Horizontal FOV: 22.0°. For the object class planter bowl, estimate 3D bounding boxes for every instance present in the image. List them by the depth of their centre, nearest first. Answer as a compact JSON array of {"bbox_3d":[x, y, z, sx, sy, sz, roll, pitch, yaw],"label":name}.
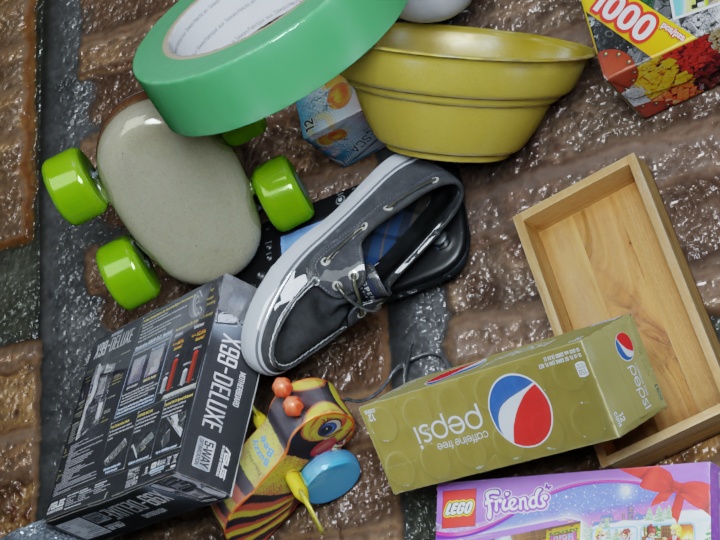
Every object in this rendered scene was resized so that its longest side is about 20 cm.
[{"bbox_3d":[0.065,-0.125,1.321,0.200,0.200,0.084,15,107,35],"label":"planter bowl"}]

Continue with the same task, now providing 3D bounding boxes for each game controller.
[{"bbox_3d":[-0.008,-0.015,1.387,0.200,0.042,0.105,-21,62,23],"label":"game controller"}]

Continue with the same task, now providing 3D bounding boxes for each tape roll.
[{"bbox_3d":[-0.062,-0.172,1.280,0.200,0.048,0.201,-26,26,14],"label":"tape roll"}]

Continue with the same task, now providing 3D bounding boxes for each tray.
[{"bbox_3d":[0.181,0.030,1.257,0.098,0.037,0.200,-28,60,20],"label":"tray"}]

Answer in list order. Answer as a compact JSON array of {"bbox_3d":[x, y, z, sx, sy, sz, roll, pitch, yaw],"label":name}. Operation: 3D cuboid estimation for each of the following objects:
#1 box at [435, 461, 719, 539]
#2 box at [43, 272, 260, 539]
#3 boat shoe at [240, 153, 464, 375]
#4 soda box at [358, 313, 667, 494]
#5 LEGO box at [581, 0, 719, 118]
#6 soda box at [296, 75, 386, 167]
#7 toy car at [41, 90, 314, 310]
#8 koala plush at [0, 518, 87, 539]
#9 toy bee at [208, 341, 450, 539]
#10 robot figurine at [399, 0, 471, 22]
[{"bbox_3d":[0.143,0.202,1.211,0.199,0.039,0.137,-8,68,29],"label":"box"},{"bbox_3d":[-0.150,0.105,1.362,0.200,0.050,0.158,-26,44,49],"label":"box"},{"bbox_3d":[0.000,0.000,1.300,0.200,0.070,0.066,-45,40,-17],"label":"boat shoe"},{"bbox_3d":[0.097,0.091,1.223,0.200,0.064,0.068,-20,92,42],"label":"soda box"},{"bbox_3d":[0.228,-0.231,1.303,0.149,0.077,0.201,-24,61,22],"label":"LEGO box"},{"bbox_3d":[-0.019,-0.185,1.447,0.068,0.064,0.201,-24,60,22],"label":"soda box"},{"bbox_3d":[-0.144,-0.091,1.445,0.164,0.158,0.200,-26,27,5],"label":"toy car"},{"bbox_3d":[-0.299,0.252,1.365,0.184,0.200,0.178,-38,56,13],"label":"koala plush"},{"bbox_3d":[-0.048,0.113,1.322,0.131,0.109,0.200,31,89,38],"label":"toy bee"},{"bbox_3d":[0.065,-0.268,1.383,0.200,0.113,0.170,-51,11,-9],"label":"robot figurine"}]
